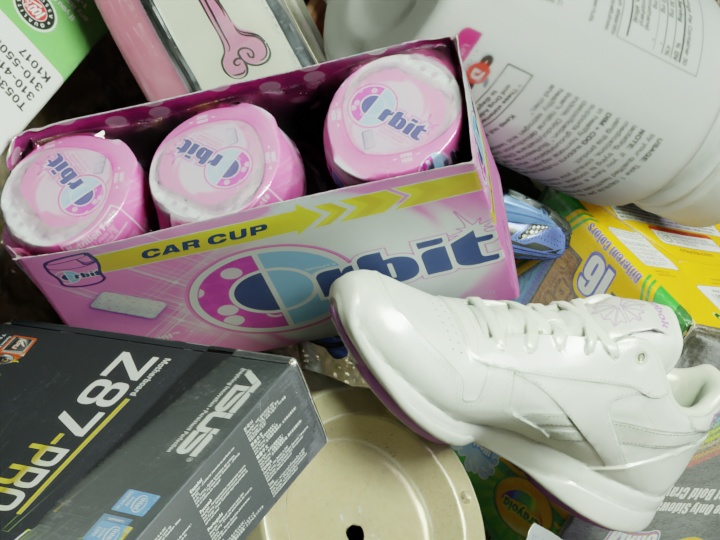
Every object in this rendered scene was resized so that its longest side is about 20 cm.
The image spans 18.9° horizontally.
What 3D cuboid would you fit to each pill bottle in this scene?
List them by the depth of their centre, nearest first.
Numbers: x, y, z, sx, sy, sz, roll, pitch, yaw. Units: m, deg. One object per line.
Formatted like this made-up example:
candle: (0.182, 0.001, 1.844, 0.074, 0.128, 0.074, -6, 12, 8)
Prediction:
pill bottle: (0.093, -0.096, 0.977, 0.200, 0.113, 0.114, 23, 57, -30)

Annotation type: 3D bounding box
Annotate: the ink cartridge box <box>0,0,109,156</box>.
ink cartridge box: (-0.218, -0.082, 0.894, 0.145, 0.084, 0.200, 46, 48, -16)

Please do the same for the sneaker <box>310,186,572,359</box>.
sneaker: (0.000, 0.000, 1.011, 0.075, 0.200, 0.079, -38, 120, -84)

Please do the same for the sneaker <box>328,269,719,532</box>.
sneaker: (0.072, 0.035, 0.910, 0.200, 0.100, 0.075, 29, 19, -35)

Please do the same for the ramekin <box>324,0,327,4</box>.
ramekin: (0.073, -0.196, 1.088, 0.200, 0.098, 0.201, 5, 78, -25)

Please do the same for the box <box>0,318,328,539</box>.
box: (-0.131, 0.102, 0.823, 0.200, 0.161, 0.049, -48, 131, -37)

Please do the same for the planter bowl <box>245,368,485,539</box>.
planter bowl: (-0.031, 0.124, 0.928, 0.200, 0.135, 0.201, 18, 60, -35)

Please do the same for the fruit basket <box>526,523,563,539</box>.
fruit basket: (0.057, 0.204, 0.930, 0.200, 0.094, 0.186, 35, 72, -66)

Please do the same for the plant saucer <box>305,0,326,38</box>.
plant saucer: (0.048, -0.074, 1.126, 0.200, 0.037, 0.200, 8, 70, -21)

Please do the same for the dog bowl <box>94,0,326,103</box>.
dog bowl: (-0.069, -0.120, 0.985, 0.200, 0.074, 0.200, 62, 4, -7)

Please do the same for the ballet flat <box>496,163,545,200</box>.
ballet flat: (0.130, -0.070, 1.100, 0.200, 0.068, 0.068, -19, 81, -27)

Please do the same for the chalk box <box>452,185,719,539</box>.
chalk box: (0.118, 0.074, 1.065, 0.124, 0.200, 0.124, 9, 32, -40)

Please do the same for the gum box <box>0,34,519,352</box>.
gum box: (-0.043, -0.022, 0.909, 0.114, 0.200, 0.066, 65, 15, -59)
